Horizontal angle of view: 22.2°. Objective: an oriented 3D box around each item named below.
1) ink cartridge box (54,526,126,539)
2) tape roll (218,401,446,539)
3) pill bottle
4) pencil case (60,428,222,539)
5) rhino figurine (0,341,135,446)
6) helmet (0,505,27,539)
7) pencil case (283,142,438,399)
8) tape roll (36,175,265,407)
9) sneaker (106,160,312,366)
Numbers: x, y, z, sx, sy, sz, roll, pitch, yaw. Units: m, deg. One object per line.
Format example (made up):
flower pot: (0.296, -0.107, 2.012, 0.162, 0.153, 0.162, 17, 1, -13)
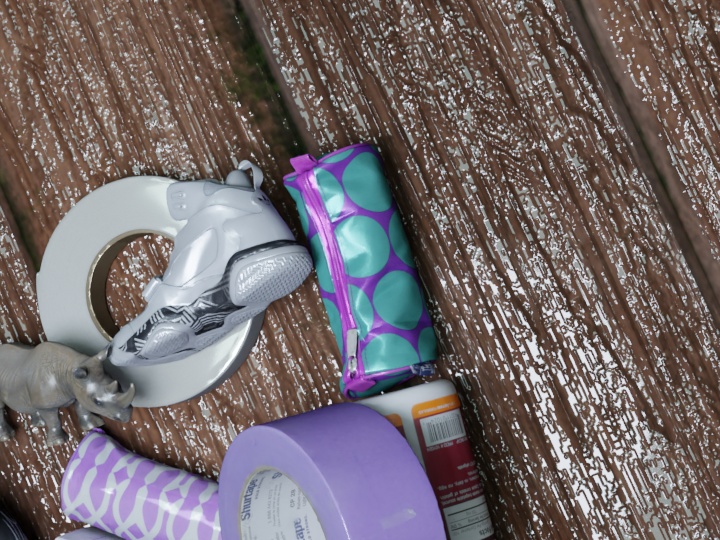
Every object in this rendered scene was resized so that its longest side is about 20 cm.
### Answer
ink cartridge box: (-0.173, 0.315, 1.557, 0.200, 0.084, 0.145, 15, 95, 14)
tape roll: (-0.024, 0.207, 1.416, 0.200, 0.085, 0.200, 24, 120, 50)
pill bottle: (0.046, 0.196, 1.487, 0.113, 0.113, 0.200, -15, 86, 14)
pencil case: (-0.154, 0.198, 1.557, 0.200, 0.084, 0.086, 17, 59, 12)
rhino figurine: (-0.256, 0.099, 1.551, 0.200, 0.060, 0.087, -4, 111, 45)
helmet: (-0.369, 0.280, 1.557, 0.191, 0.200, 0.200, 41, 100, 23)
pencil case: (0.000, 0.000, 1.510, 0.085, 0.092, 0.200, -21, 82, 35)
tape roll: (-0.181, 0.018, 1.586, 0.203, 0.037, 0.203, 0, 90, 14)
sneaker: (-0.139, -0.004, 1.522, 0.200, 0.075, 0.115, -31, 70, 22)
